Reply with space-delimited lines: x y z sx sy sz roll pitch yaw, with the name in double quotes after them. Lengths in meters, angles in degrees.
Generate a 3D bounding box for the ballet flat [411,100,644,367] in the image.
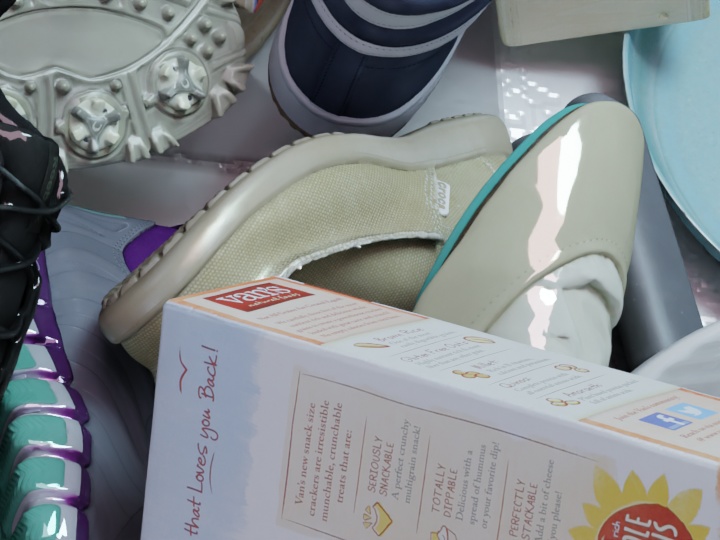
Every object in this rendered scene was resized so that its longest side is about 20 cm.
0.032 0.044 0.875 0.069 0.069 0.200 39 94 12 "ballet flat"

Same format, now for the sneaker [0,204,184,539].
-0.071 0.058 0.883 0.087 0.075 0.201 4 55 -21 "sneaker"

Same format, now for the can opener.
0.100 0.039 0.969 0.067 0.053 0.201 21 45 -43 "can opener"

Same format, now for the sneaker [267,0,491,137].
0.035 -0.141 0.935 0.070 0.109 0.201 25 65 -1 "sneaker"

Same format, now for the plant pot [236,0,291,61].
-0.096 -0.182 0.970 0.199 0.184 0.201 7 55 -11 "plant pot"

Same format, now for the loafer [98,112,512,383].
0.000 0.000 0.913 0.200 0.076 0.068 -22 75 -53 "loafer"

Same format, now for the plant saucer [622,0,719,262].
0.184 -0.050 1.058 0.199 0.027 0.201 8 55 -12 "plant saucer"

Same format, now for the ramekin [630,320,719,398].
0.154 0.101 0.852 0.199 0.105 0.201 3 79 -17 "ramekin"

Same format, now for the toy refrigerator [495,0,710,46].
0.076 -0.178 1.075 0.075 0.070 0.201 -8 53 4 "toy refrigerator"

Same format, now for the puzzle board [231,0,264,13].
0.004 -0.191 0.989 0.017 0.151 0.200 16 32 8 "puzzle board"

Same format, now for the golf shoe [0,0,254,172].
-0.137 -0.065 0.932 0.199 0.097 0.079 -6 95 -16 "golf shoe"

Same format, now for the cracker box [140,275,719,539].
0.035 0.090 0.782 0.199 0.135 0.058 16 16 31 "cracker box"

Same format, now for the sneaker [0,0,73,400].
-0.121 0.000 0.820 0.090 0.076 0.201 -12 84 16 "sneaker"
